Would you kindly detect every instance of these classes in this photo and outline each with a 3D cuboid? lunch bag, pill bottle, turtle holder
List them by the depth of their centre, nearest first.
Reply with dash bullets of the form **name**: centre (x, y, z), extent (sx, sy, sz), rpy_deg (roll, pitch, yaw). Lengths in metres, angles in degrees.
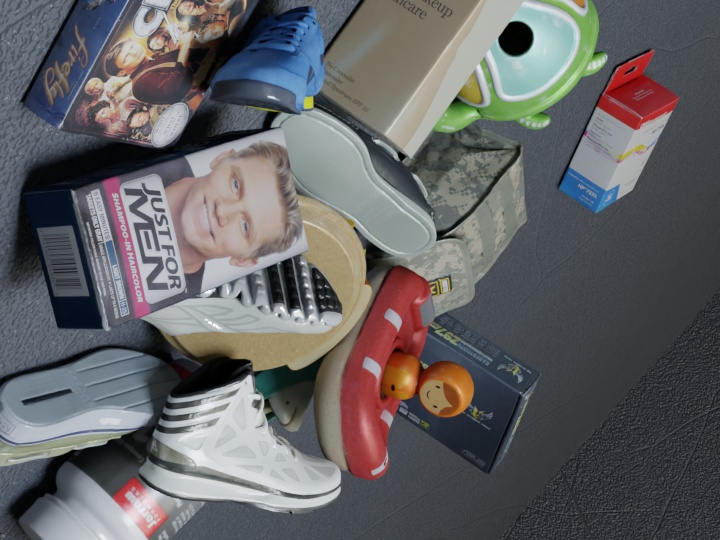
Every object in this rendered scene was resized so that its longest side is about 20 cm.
- **pill bottle**: centre (-0.193, 0.183, 1.195), extent (0.200, 0.114, 0.114), rpy_deg (-45, 158, -22)
- **turtle holder**: centre (0.119, -0.211, 1.239), extent (0.185, 0.141, 0.132), rpy_deg (-19, 154, 25)
- **lunch bag**: centre (0.078, -0.041, 1.402), extent (0.200, 0.118, 0.164), rpy_deg (-50, 157, -16)

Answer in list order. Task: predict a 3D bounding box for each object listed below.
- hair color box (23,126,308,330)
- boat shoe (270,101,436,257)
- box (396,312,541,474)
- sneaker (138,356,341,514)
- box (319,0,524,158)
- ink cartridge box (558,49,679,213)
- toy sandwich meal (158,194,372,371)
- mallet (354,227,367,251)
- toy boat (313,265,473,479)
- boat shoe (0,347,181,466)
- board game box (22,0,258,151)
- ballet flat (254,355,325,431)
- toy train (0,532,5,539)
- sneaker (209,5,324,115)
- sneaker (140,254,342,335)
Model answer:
- **hair color box**: centre (-0.133, -0.034, 0.970), extent (0.200, 0.060, 0.100), rpy_deg (-24, 107, -45)
- **boat shoe**: centre (-0.007, -0.087, 1.174), extent (0.076, 0.060, 0.200), rpy_deg (-26, 131, 21)
- **box**: centre (0.103, 0.132, 1.621), extent (0.051, 0.200, 0.158), rpy_deg (-42, 158, -41)
- **sneaker**: centre (-0.083, 0.137, 1.147), extent (0.200, 0.076, 0.116), rpy_deg (13, 97, -41)
- **box**: centre (0.057, -0.206, 1.137), extent (0.200, 0.095, 0.078), rpy_deg (-55, 159, 2)
- **ink cartridge box**: centre (0.357, -0.188, 1.837), extent (0.116, 0.067, 0.200), rpy_deg (-30, 149, -47)
- **toy sandwich meal**: centre (-0.083, 0.004, 1.155), extent (0.205, 0.070, 0.205), rpy_deg (-9, 128, -11)
- **mallet**: centre (0.000, 0.000, 1.304), extent (0.066, 0.041, 0.200), rpy_deg (-34, 145, -47)
- **toy boat**: centre (0.041, 0.100, 1.253), extent (0.131, 0.131, 0.200), rpy_deg (75, 35, -57)
- **boat shoe**: centre (-0.227, 0.110, 1.096), extent (0.062, 0.072, 0.200), rpy_deg (-45, 157, 29)
- **board game box**: centre (-0.122, -0.176, 0.885), extent (0.200, 0.035, 0.135), rpy_deg (-58, 159, 13)
- **ballet flat**: centre (-0.095, 0.138, 1.308), extent (0.200, 0.070, 0.067), rpy_deg (-35, 155, 10)
- **toy train**: centre (-0.317, 0.218, 1.103), extent (0.046, 0.034, 0.200), rpy_deg (-39, 155, -24)
- **sneaker**: centre (-0.062, -0.152, 0.963), extent (0.200, 0.066, 0.079), rpy_deg (-62, 164, -79)
- **sneaker**: centre (-0.112, 0.018, 1.074), extent (0.200, 0.075, 0.081), rpy_deg (13, 133, -21)
